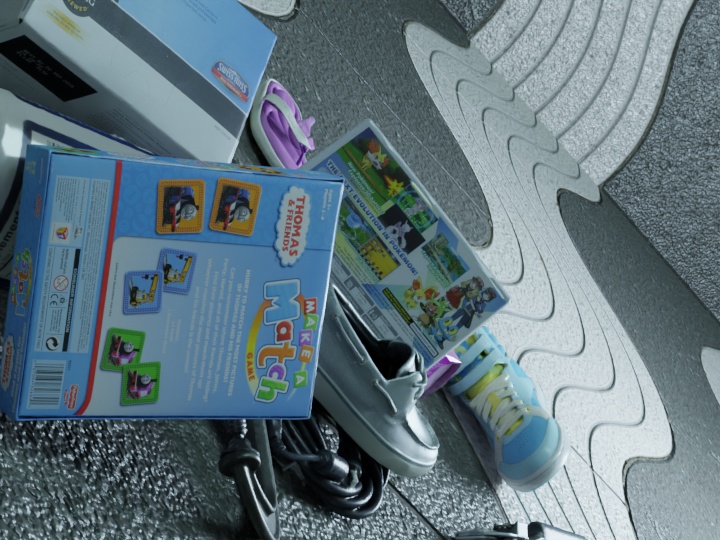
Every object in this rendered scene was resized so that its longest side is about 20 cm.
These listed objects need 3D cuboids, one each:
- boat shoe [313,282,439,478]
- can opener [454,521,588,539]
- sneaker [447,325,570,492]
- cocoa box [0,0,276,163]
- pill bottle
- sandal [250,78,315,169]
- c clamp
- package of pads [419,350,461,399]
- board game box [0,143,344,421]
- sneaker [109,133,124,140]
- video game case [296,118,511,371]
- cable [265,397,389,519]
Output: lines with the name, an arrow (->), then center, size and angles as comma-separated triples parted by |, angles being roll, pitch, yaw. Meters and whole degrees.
boat shoe -> 0.013, 0.082, 1.291 | 0.201, 0.071, 0.070 | 47, 17, -36
can opener -> 0.144, 0.254, 1.503 | 0.200, 0.053, 0.068 | 27, 60, -56
sneaker -> 0.127, 0.126, 1.666 | 0.131, 0.079, 0.200 | 47, 6, -19
cocoa box -> -0.184, -0.163, 1.250 | 0.200, 0.133, 0.132 | 38, 59, -36
pill bottle -> -0.202, -0.043, 1.032 | 0.199, 0.111, 0.111 | 22, 30, -35
sandal -> -0.073, -0.149, 1.767 | 0.082, 0.050, 0.203 | 41, 19, -30
c clamp -> -0.085, 0.076, 1.139 | 0.171, 0.027, 0.202 | 75, 2, -64
package of pads -> 0.001, 0.018, 1.555 | 0.120, 0.076, 0.201 | 26, 29, -54
board game box -> -0.108, 0.011, 1.017 | 0.198, 0.153, 0.036 | 4, 9, -35
sneaker -> -0.171, 0.005, 1.162 | 0.081, 0.075, 0.201 | -12, 63, -32
video game case -> 0.000, 0.000, 1.447 | 0.201, 0.182, 0.022 | 52, -22, 4
cable -> -0.040, 0.093, 1.319 | 0.163, 0.051, 0.201 | 34, 23, -47
